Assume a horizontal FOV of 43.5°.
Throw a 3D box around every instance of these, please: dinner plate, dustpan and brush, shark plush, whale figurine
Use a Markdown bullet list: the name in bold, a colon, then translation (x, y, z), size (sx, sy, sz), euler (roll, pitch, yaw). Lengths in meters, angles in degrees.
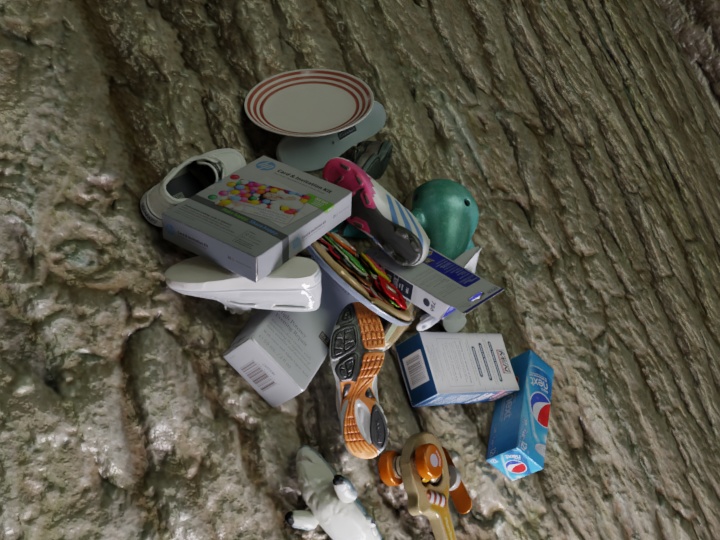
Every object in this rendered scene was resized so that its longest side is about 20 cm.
- **dinner plate**: translation (-0.078, -0.252, 1.377), size (0.198, 0.024, 0.201), euler (-1, 39, 1)
- **dustpan and brush**: translation (0.136, 0.051, 1.402), size (0.057, 0.141, 0.199), euler (29, 33, 36)
- **shark plush**: translation (-0.006, 0.301, 1.138), size (0.199, 0.091, 0.083), euler (36, 13, -17)
- **whale figurine**: translation (0.143, -0.061, 1.494), size (0.158, 0.103, 0.202), euler (25, 52, -33)

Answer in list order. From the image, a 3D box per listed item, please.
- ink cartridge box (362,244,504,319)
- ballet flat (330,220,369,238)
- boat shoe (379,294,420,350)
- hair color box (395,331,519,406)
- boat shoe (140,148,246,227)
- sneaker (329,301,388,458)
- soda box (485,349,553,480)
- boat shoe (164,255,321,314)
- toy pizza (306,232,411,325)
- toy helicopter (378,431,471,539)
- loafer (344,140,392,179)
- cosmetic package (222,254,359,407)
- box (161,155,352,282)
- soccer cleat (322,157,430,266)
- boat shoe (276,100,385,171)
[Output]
- **ink cartridge box**: translation (0.104, 0.014, 1.331), size (0.199, 0.040, 0.099), euler (32, 40, 34)
- **ballet flat**: translation (-0.034, -0.086, 1.367), size (0.199, 0.069, 0.070), euler (-6, 69, -47)
- **boat shoe**: translation (0.065, 0.065, 1.365), size (0.076, 0.071, 0.201), euler (55, 38, -20)
- **hair color box**: translation (0.152, 0.152, 1.396), size (0.199, 0.060, 0.101), euler (5, 62, -43)
- **boat shoe**: translation (-0.207, -0.120, 1.207), size (0.074, 0.065, 0.200), euler (50, 40, -7)
- **sneaker**: translation (-0.009, 0.144, 1.199), size (0.075, 0.092, 0.203), euler (0, 85, -11)
- **soda box**: translation (0.258, 0.230, 1.447), size (0.064, 0.068, 0.201), euler (38, 43, -20)
- **boat shoe**: translation (-0.144, 0.022, 1.123), size (0.072, 0.198, 0.069), euler (-85, 172, -60)
- **toy pizza**: translation (0.000, 0.000, 1.241), size (0.200, 0.032, 0.200), euler (40, 10, -8)
- **toy helicopter**: translation (0.108, 0.322, 1.249), size (0.132, 0.078, 0.202), euler (-10, 83, -57)
- **loafer**: translation (0.000, -0.166, 1.434), size (0.062, 0.073, 0.200), euler (19, 23, 8)
- **cosmetic package**: translation (-0.086, 0.074, 1.198), size (0.102, 0.074, 0.200), euler (47, 42, -13)
- **box**: translation (-0.128, -0.071, 1.153), size (0.155, 0.042, 0.200), euler (24, 39, 26)
- **soccer cleat**: translation (0.024, -0.086, 1.327), size (0.200, 0.070, 0.086), euler (48, 24, 2)
- **boat shoe**: translation (-0.060, -0.214, 1.424), size (0.199, 0.091, 0.071), euler (-28, 116, -25)
